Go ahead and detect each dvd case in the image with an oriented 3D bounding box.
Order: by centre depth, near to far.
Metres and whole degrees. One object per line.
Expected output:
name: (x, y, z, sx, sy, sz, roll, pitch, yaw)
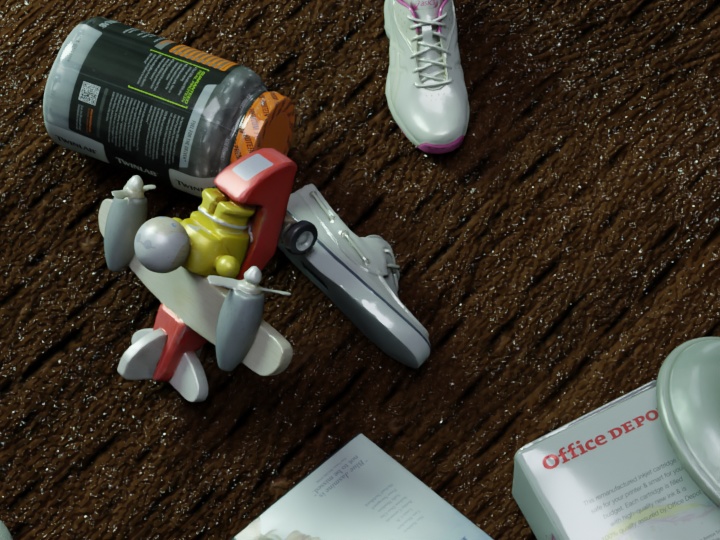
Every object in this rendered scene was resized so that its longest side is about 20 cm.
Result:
dvd case: (0.004, 0.216, 1.351, 0.142, 0.018, 0.200, -38, 41, -16)

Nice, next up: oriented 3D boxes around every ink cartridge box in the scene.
ink cartridge box: (0.224, 0.205, 1.352, 0.144, 0.085, 0.201, -24, 63, -10)

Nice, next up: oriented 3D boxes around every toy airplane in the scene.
toy airplane: (-0.141, 0.005, 1.429, 0.199, 0.141, 0.200, -15, 64, 28)

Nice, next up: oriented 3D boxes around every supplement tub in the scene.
supplement tub: (-0.166, -0.137, 1.543, 0.199, 0.123, 0.123, 21, 64, 14)

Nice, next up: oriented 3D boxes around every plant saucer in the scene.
plant saucer: (0.324, 0.121, 1.357, 0.199, 0.050, 0.201, 20, 41, -18)

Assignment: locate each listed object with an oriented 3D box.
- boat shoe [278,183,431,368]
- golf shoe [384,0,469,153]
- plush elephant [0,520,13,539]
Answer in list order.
boat shoe: (0.000, 0.000, 1.491, 0.066, 0.072, 0.200, -40, 58, -12)
golf shoe: (0.056, -0.202, 1.584, 0.075, 0.092, 0.201, -8, 62, -3)
plush elephant: (-0.333, 0.242, 1.323, 0.164, 0.155, 0.200, -35, 64, -15)
